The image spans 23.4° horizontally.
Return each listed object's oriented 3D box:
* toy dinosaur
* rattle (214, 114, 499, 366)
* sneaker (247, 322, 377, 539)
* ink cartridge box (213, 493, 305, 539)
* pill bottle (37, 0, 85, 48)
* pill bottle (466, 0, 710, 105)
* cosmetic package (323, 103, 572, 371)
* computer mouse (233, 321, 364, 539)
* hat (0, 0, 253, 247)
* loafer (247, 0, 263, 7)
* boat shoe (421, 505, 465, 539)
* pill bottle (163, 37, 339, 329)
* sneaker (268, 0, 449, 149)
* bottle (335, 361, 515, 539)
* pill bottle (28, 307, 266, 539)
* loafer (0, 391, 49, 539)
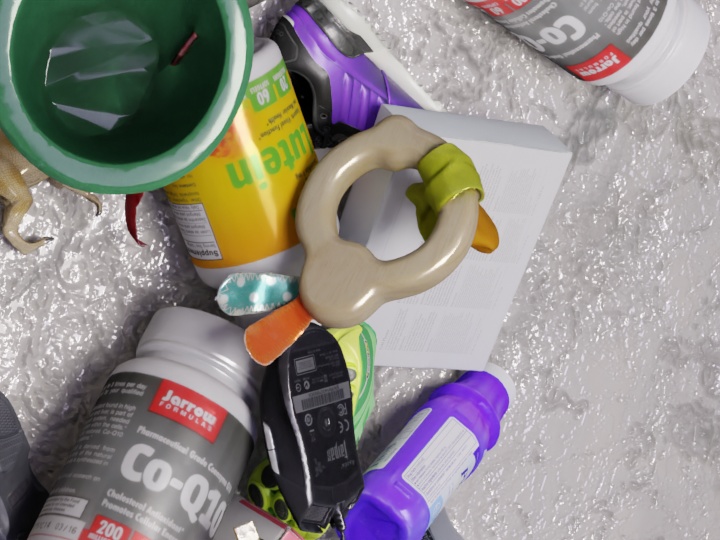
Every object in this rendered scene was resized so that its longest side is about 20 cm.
[{"bbox_3d":[-0.243,-0.061,1.190,0.200,0.058,0.101,-31,97,-32],"label":"toy dinosaur"},{"bbox_3d":[0.000,0.000,1.213,0.130,0.143,0.200,36,81,7],"label":"rattle"},{"bbox_3d":[-0.025,0.123,1.295,0.084,0.074,0.201,-36,152,-52],"label":"sneaker"},{"bbox_3d":[-0.047,0.258,1.289,0.083,0.146,0.200,-49,118,-14],"label":"ink cartridge box"},{"bbox_3d":[-0.207,-0.213,1.145,0.200,0.111,0.111,-40,115,-20],"label":"pill bottle"},{"bbox_3d":[0.176,-0.217,1.373,0.200,0.114,0.114,30,82,-30],"label":"pill bottle"},{"bbox_3d":[0.056,-0.021,1.325,0.150,0.052,0.201,4,119,-33],"label":"cosmetic package"},{"bbox_3d":[-0.050,0.143,1.176,0.140,0.046,0.201,-20,99,-52],"label":"computer mouse"},{"bbox_3d":[-0.169,-0.130,1.143,0.165,0.176,0.201,23,91,-13],"label":"hat"},{"bbox_3d":[-0.096,-0.211,1.174,0.070,0.200,0.070,-40,86,-8],"label":"loafer"},{"bbox_3d":[0.054,0.239,1.327,0.072,0.200,0.066,-20,114,-4],"label":"boat shoe"},{"bbox_3d":[-0.080,-0.055,1.245,0.111,0.111,0.201,-28,111,-25],"label":"pill bottle"},{"bbox_3d":[-0.005,-0.121,1.312,0.100,0.070,0.200,-44,122,-2],"label":"sneaker"},{"bbox_3d":[0.057,0.143,1.349,0.065,0.084,0.200,39,44,6],"label":"bottle"},{"bbox_3d":[-0.140,0.133,1.204,0.114,0.114,0.201,39,60,-29],"label":"pill bottle"},{"bbox_3d":[-0.256,0.171,1.213,0.072,0.063,0.201,-42,125,-53],"label":"loafer"}]
